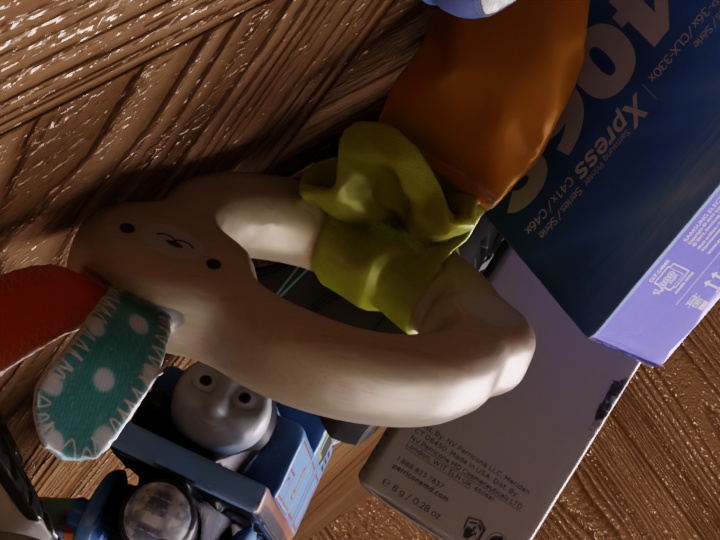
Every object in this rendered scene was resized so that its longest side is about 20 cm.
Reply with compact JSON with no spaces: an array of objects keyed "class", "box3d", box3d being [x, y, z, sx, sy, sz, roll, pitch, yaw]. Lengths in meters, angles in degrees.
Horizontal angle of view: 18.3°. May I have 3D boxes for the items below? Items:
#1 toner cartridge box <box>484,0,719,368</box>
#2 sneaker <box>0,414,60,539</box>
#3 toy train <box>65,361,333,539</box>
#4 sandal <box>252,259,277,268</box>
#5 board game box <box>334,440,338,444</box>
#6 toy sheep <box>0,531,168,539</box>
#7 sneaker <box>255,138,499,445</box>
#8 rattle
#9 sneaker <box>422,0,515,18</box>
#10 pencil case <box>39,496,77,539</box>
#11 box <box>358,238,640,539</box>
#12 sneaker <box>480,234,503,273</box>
[{"class":"toner cartridge box","box3d":[0.124,-0.075,0.734,0.043,0.095,0.200,22,112,-46]},{"class":"sneaker","box3d":[-0.169,0.112,0.893,0.088,0.077,0.200,-24,163,-12]},{"class":"toy train","box3d":[-0.065,0.093,0.958,0.200,0.086,0.115,80,33,-77]},{"class":"sandal","box3d":[-0.004,-0.001,0.909,0.077,0.070,0.211,9,177,45]},{"class":"board game box","box3d":[0.017,0.028,1.198,0.200,0.056,0.196,-39,172,20]},{"class":"toy sheep","box3d":[-0.120,0.157,0.781,0.137,0.201,0.138,-6,-160,2]},{"class":"sneaker","box3d":[0.021,-0.030,0.836,0.200,0.079,0.075,-55,177,-36]},{"class":"rattle","box3d":[-0.022,-0.024,0.679,0.199,0.130,0.143,5,135,-38]},{"class":"sneaker","box3d":[0.094,-0.115,0.565,0.200,0.088,0.075,-39,174,30]},{"class":"pencil case","box3d":[-0.143,0.205,1.041,0.088,0.201,0.088,-2,180,0]},{"class":"box","box3d":[0.078,0.015,0.863,0.200,0.068,0.082,-57,179,-2]},{"class":"sneaker","box3d":[0.027,-0.003,0.994,0.200,0.073,0.112,-40,170,29]}]
